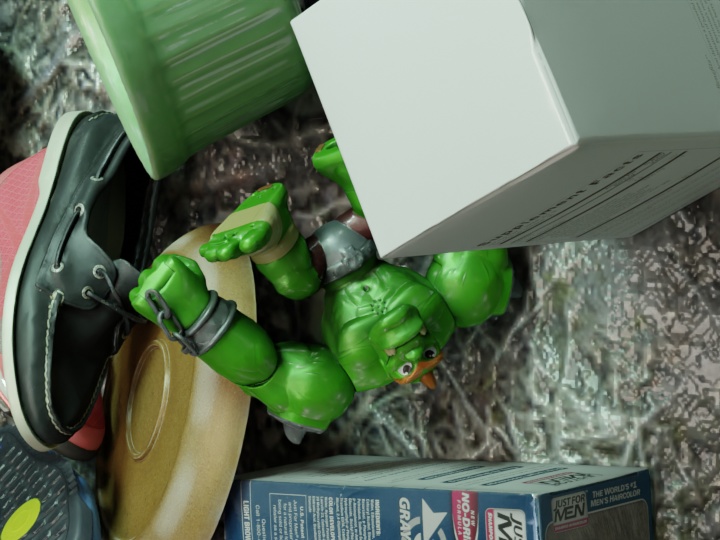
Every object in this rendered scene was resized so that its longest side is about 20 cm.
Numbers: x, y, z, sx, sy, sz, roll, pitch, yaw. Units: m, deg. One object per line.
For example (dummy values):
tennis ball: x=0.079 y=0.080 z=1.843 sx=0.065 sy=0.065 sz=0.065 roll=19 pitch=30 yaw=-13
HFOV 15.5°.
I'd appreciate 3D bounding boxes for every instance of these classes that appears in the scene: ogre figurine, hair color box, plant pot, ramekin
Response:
ogre figurine: x=0.000 y=0.000 z=1.310 sx=0.098 sy=0.200 sz=0.120 roll=4 pitch=129 yaw=58
hair color box: x=0.037 y=0.130 z=1.320 sx=0.199 sy=0.100 sz=0.061 roll=-1 pitch=94 yaw=40
plant pot: x=-0.104 y=0.071 z=1.410 sx=0.200 sy=0.027 sz=0.201 roll=-169 pitch=90 yaw=-70
ramekin: x=-0.101 y=-0.157 z=1.352 sx=0.097 sy=0.200 sz=0.201 roll=-24 pitch=75 yaw=-6

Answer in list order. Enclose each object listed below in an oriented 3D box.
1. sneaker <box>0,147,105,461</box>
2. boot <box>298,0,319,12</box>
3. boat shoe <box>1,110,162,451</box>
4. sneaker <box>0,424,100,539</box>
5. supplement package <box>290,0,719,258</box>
sneaker: x=-0.170 y=0.010 z=1.475 sx=0.087 sy=0.074 sz=0.201 roll=-35 pitch=52 yaw=22
boot: x=-0.019 y=-0.157 z=1.360 sx=0.200 sy=0.073 sz=0.091 roll=41 pitch=120 yaw=33
boat shoe: x=-0.138 y=0.001 z=1.411 sx=0.066 sy=0.075 sz=0.200 roll=-7 pitch=53 yaw=24
sneaker: x=-0.167 y=0.146 z=1.465 sx=0.066 sy=0.078 sz=0.200 roll=-46 pitch=22 yaw=-6
supplement package: x=0.088 y=-0.087 z=1.197 sx=0.120 sy=0.200 sz=0.122 roll=-30 pitch=74 yaw=36
